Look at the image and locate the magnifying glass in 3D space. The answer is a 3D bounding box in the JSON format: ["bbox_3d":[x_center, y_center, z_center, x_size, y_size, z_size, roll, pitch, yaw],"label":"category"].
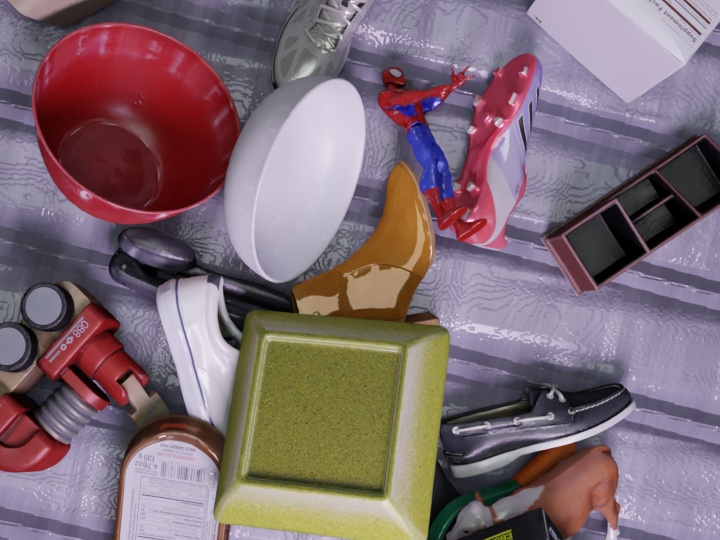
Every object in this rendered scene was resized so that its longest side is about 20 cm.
[{"bbox_3d":[0.141,0.228,1.229,0.199,0.022,0.080,-38,121,-26],"label":"magnifying glass"}]

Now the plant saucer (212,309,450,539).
[{"bbox_3d":[-0.029,0.132,1.114,0.198,0.048,0.202,4,73,12],"label":"plant saucer"}]

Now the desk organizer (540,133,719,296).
[{"bbox_3d":[0.289,-0.059,1.256,0.199,0.077,0.072,-33,91,-5],"label":"desk organizer"}]

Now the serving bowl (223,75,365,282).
[{"bbox_3d":[-0.071,-0.094,1.186,0.065,0.200,0.202,22,86,22],"label":"serving bowl"}]

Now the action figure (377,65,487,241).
[{"bbox_3d":[0.083,-0.138,1.218,0.099,0.065,0.201,-37,59,17],"label":"action figure"}]

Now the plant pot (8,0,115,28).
[{"bbox_3d":[-0.287,-0.345,1.176,0.177,0.200,0.200,-43,91,6],"label":"plant pot"}]

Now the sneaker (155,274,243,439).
[{"bbox_3d":[-0.134,0.099,1.199,0.070,0.073,0.202,-13,111,9],"label":"sneaker"}]

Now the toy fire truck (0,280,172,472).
[{"bbox_3d":[-0.269,0.135,1.199,0.200,0.129,0.176,42,86,8],"label":"toy fire truck"}]

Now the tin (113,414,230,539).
[{"bbox_3d":[-0.180,0.236,1.194,0.111,0.042,0.202,10,110,4],"label":"tin"}]

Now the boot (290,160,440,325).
[{"bbox_3d":[0.000,0.000,1.230,0.142,0.071,0.204,-9,97,-15],"label":"boot"}]

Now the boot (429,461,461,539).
[{"bbox_3d":[0.010,0.225,1.190,0.165,0.065,0.201,-44,122,-15],"label":"boot"}]

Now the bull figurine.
[{"bbox_3d":[0.175,0.245,1.208,0.199,0.065,0.123,-24,122,-24],"label":"bull figurine"}]

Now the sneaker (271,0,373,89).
[{"bbox_3d":[-0.027,-0.262,1.221,0.075,0.115,0.202,30,86,-3],"label":"sneaker"}]

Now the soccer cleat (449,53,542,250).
[{"bbox_3d":[0.145,-0.120,1.263,0.076,0.066,0.202,28,78,-36],"label":"soccer cleat"}]

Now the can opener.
[{"bbox_3d":[-0.153,0.021,1.230,0.199,0.079,0.064,27,78,-12],"label":"can opener"}]

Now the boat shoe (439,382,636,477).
[{"bbox_3d":[0.175,0.145,1.241,0.198,0.076,0.061,-21,95,-5],"label":"boat shoe"}]

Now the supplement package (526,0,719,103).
[{"bbox_3d":[0.293,-0.299,1.208,0.147,0.191,0.200,41,86,-1],"label":"supplement package"}]

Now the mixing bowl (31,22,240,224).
[{"bbox_3d":[-0.225,-0.121,1.187,0.198,0.108,0.202,13,60,-23],"label":"mixing bowl"}]

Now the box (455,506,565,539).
[{"bbox_3d":[0.127,0.325,1.168,0.192,0.048,0.201,-27,124,15],"label":"box"}]
